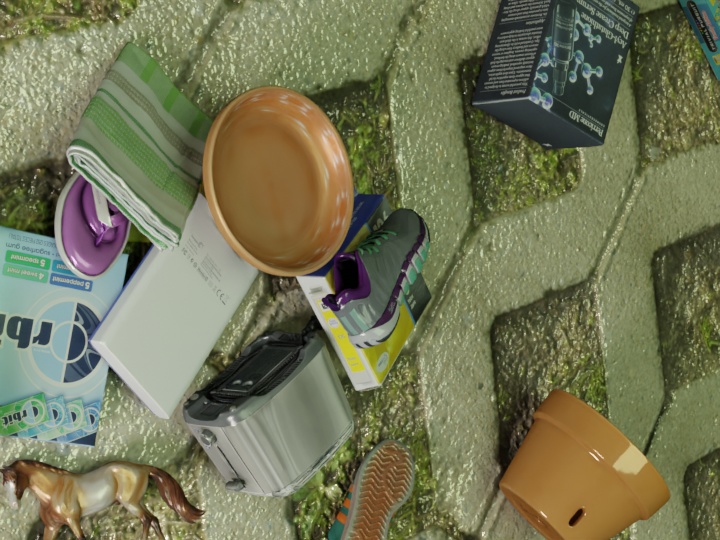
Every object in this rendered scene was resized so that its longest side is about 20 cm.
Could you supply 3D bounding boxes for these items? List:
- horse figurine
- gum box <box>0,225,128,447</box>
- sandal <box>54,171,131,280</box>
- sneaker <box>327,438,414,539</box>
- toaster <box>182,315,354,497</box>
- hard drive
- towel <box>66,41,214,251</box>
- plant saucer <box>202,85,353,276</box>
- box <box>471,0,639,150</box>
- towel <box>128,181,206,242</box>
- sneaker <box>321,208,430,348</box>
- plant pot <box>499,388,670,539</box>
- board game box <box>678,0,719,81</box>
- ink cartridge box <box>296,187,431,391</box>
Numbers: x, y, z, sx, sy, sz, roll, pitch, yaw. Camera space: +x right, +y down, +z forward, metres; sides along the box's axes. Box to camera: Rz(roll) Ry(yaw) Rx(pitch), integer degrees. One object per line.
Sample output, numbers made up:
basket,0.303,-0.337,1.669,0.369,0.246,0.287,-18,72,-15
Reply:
horse figurine,-0.263,0.243,1.448,0.199,0.050,0.133,-10,80,-29
gum box,-0.328,0.065,1.404,0.170,0.044,0.201,14,83,-38
sandal,-0.249,-0.086,1.428,0.082,0.050,0.203,33,56,-25
sneaker,0.002,0.288,1.660,0.071,0.080,0.200,33,51,-11
toaster,-0.091,0.154,1.551,0.200,0.113,0.129,-43,119,-38
hard drive,-0.192,0.036,1.490,0.200,0.025,0.132,-60,136,-28
towel,-0.212,-0.131,1.439,0.149,0.031,0.200,46,35,-26
plant saucer,-0.089,-0.092,1.485,0.200,0.037,0.201,9,78,-44
box,0.251,-0.276,1.812,0.148,0.107,0.201,24,77,-36
towel,-0.198,-0.072,1.520,0.200,0.018,0.086,1,90,-38
sneaker,0.017,-0.014,1.540,0.088,0.074,0.200,49,39,-29
plant pot,0.272,0.270,1.798,0.140,0.200,0.200,-46,118,-10
board game box,0.536,-0.403,2.071,0.151,0.047,0.200,-47,117,-27
ink cartridge box,0.000,0.000,1.615,0.200,0.047,0.198,65,32,-21
